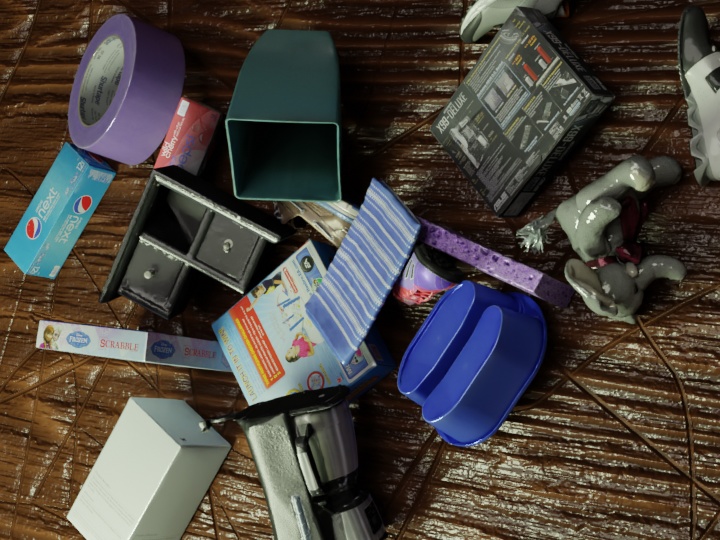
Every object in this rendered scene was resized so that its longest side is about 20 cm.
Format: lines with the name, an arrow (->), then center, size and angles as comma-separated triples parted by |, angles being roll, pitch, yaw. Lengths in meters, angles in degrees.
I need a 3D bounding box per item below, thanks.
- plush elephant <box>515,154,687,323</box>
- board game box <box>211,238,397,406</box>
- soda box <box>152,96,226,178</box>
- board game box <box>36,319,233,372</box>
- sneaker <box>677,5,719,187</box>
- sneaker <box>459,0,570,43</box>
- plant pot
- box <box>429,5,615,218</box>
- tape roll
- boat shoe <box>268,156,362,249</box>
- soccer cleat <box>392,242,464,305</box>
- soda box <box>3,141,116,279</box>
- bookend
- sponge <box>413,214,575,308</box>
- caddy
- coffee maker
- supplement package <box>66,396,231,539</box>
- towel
plush elephant -> 0.288, -0.020, 1.452 | 0.199, 0.164, 0.156 | -30, 81, 19
board game box -> -0.078, 0.099, 1.722 | 0.195, 0.056, 0.202 | -39, 65, 22
soda box -> -0.258, -0.142, 1.852 | 0.063, 0.070, 0.202 | 23, 95, -1
board game box -> -0.301, 0.103, 1.777 | 0.198, 0.199, 0.042 | 4, 84, 32
sneaker -> 0.407, -0.201, 1.454 | 0.088, 0.074, 0.203 | -11, 87, 30
sneaker -> 0.206, -0.329, 1.599 | 0.199, 0.074, 0.080 | -28, 93, 32
plant pot -> -0.089, -0.212, 1.691 | 0.139, 0.142, 0.202 | 2, 50, 2
box -> 0.189, -0.189, 1.571 | 0.158, 0.049, 0.201 | 54, 126, 27
tape roll -> -0.341, -0.261, 1.886 | 0.199, 0.084, 0.203 | -26, 55, 45
boat shoe -> -0.082, -0.093, 1.742 | 0.199, 0.072, 0.073 | 32, 100, 31
soccer cleat -> 0.075, 0.012, 1.557 | 0.068, 0.200, 0.074 | 34, 91, -5
soda box -> -0.458, -0.090, 1.985 | 0.068, 0.064, 0.201 | 41, 104, 30
bookend -> -0.222, -0.009, 1.771 | 0.197, 0.092, 0.202 | 28, 102, 6
sponge -> 0.152, -0.013, 1.560 | 0.199, 0.111, 0.030 | 27, 95, 32
caddy -> 0.139, 0.111, 1.558 | 0.201, 0.104, 0.141 | -57, 37, 10
coffee maker -> -0.077, 0.261, 1.629 | 0.190, 0.134, 0.203 | -10, 96, 38
supplement package -> -0.290, 0.290, 1.791 | 0.117, 0.117, 0.202 | 37, 103, 31
towel -> 0.000, 0.000, 1.596 | 0.202, 0.024, 0.145 | -62, 31, 16
